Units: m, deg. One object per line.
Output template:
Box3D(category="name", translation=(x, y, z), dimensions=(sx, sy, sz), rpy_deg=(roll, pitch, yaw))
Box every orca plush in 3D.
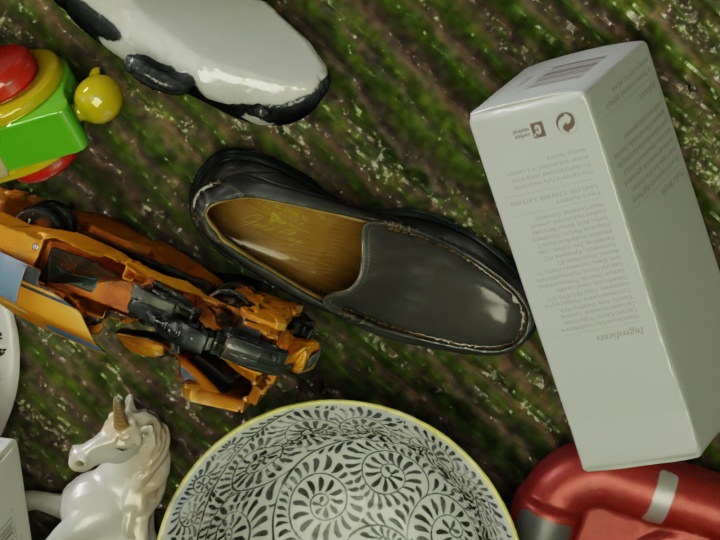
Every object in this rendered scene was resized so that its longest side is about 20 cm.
Box3D(category="orca plush", translation=(-0.114, -0.115, 1.535), dimensions=(0.199, 0.106, 0.071), rpy_deg=(15, 137, -3))

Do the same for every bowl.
Box3D(category="bowl", translation=(-0.006, 0.161, 1.579), dimensions=(0.199, 0.094, 0.202), rpy_deg=(1, 97, 8))

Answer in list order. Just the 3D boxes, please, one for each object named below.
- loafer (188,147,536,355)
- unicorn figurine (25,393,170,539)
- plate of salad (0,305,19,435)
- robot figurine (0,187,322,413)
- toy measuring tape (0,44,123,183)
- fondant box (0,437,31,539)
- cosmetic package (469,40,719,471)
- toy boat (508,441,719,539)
Box3D(category="loafer", translation=(0.000, 0.000, 1.553), dimensions=(0.199, 0.072, 0.073), rpy_deg=(19, 104, -2))
Box3D(category="unicorn figurine", translation=(-0.141, 0.154, 1.612), dimensions=(0.137, 0.074, 0.200), rpy_deg=(-27, 117, 10))
Box3D(category="plate of salad", translation=(-0.285, 0.045, 1.599), dimensions=(0.199, 0.048, 0.201), rpy_deg=(1, 104, 4))
Box3D(category="robot figurine", translation=(-0.116, 0.016, 1.533), dimensions=(0.199, 0.145, 0.058), rpy_deg=(23, 102, 4))
Box3D(category="toy measuring tape", translation=(-0.211, -0.074, 1.551), dimensions=(0.199, 0.074, 0.074), rpy_deg=(-14, 104, 22))
Box3D(category="fondant box", translation=(-0.274, 0.154, 1.580), dimensions=(0.199, 0.058, 0.145), rpy_deg=(6, 119, 22))
Box3D(category="cosmetic package", translation=(0.131, -0.008, 1.520), dimensions=(0.074, 0.102, 0.201), rpy_deg=(-10, 104, 29))
Box3D(category="toy boat", translation=(0.169, 0.177, 1.557), dimensions=(0.199, 0.131, 0.131), rpy_deg=(17, 106, 0))
